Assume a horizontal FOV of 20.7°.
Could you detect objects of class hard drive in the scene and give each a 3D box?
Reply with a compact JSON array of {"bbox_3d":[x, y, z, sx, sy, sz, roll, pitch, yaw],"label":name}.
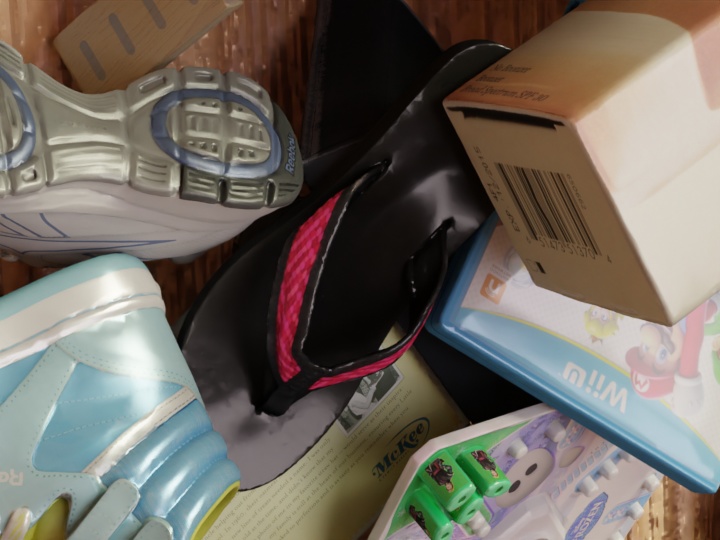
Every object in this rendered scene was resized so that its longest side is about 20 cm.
[{"bbox_3d":[0.042,-0.016,0.840,0.201,0.042,0.136,54,25,-33],"label":"hard drive"}]

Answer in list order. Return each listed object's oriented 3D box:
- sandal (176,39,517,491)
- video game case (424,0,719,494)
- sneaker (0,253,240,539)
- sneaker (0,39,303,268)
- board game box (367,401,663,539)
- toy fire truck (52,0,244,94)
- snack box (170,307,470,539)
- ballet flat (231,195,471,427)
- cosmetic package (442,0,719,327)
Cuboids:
[{"bbox_3d":[0.000,0.000,0.736,0.075,0.045,0.200,37,95,-27],"label":"sandal"},{"bbox_3d":[0.124,-0.031,0.802,0.142,0.018,0.201,31,74,-19],"label":"video game case"},{"bbox_3d":[-0.129,0.090,0.679,0.199,0.080,0.131,-30,78,-21],"label":"sneaker"},{"bbox_3d":[-0.121,-0.033,0.711,0.198,0.087,0.075,10,54,-27],"label":"sneaker"},{"bbox_3d":[0.067,0.130,0.858,0.199,0.026,0.201,-13,140,-41],"label":"board game box"},{"bbox_3d":[-0.045,-0.167,0.727,0.199,0.177,0.129,-32,161,-8],"label":"toy fire truck"},{"bbox_3d":[-0.058,0.085,0.788,0.200,0.037,0.117,-44,121,-15],"label":"snack box"},{"bbox_3d":[0.003,0.045,0.865,0.067,0.046,0.200,-42,119,-8],"label":"ballet flat"},{"bbox_3d":[0.143,-0.076,0.718,0.199,0.103,0.088,-35,110,-17],"label":"cosmetic package"}]
